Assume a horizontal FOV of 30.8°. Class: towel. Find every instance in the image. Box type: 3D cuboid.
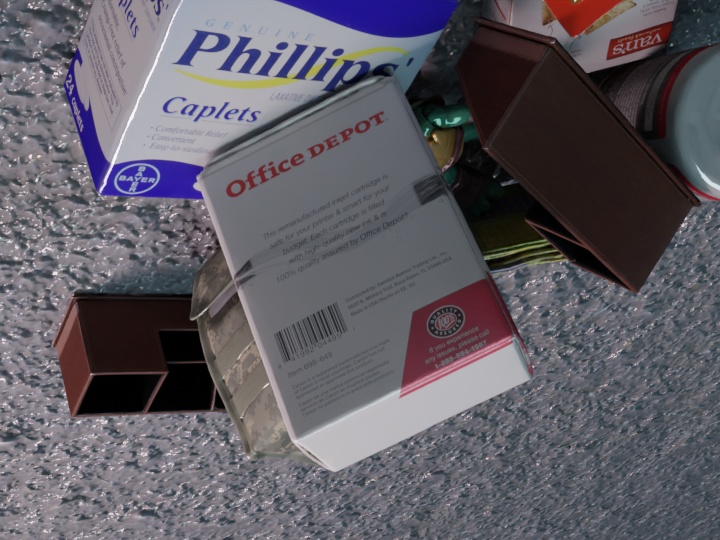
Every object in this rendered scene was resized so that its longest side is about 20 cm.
[{"bbox_3d":[0.136,-0.040,1.052,0.143,0.200,0.023,-13,106,0],"label":"towel"}]

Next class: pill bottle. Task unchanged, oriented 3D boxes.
[{"bbox_3d":[0.236,-0.108,0.991,0.110,0.112,0.200,-10,-174,-16],"label":"pill bottle"}]

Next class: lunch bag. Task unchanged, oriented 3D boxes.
[{"bbox_3d":[-0.043,0.021,1.011,0.164,0.201,0.117,-42,147,23],"label":"lunch bag"}]

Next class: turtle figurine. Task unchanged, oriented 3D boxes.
[{"bbox_3d":[0.062,-0.084,0.960,0.150,0.101,0.200,-45,167,24],"label":"turtle figurine"}]

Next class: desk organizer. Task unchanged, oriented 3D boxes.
[{"bbox_3d":[0.133,-0.071,0.854,0.200,0.072,0.077,37,85,-41],"label":"desk organizer"},{"bbox_3d":[-0.156,0.074,1.132,0.199,0.077,0.072,1,141,-31],"label":"desk organizer"}]

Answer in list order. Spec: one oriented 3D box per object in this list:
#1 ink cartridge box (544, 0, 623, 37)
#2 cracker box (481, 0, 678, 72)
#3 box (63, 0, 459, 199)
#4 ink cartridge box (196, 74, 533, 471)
[{"bbox_3d":[0.117,-0.256,0.721,0.162,0.201,0.057,-36,178,22],"label":"ink cartridge box"},{"bbox_3d":[0.157,-0.221,0.904,0.133,0.058,0.200,-16,147,-8],"label":"cracker box"},{"bbox_3d":[-0.069,-0.146,0.841,0.183,0.105,0.200,0,141,-31],"label":"box"},{"bbox_3d":[0.000,0.000,0.810,0.145,0.201,0.085,-26,153,6],"label":"ink cartridge box"}]
